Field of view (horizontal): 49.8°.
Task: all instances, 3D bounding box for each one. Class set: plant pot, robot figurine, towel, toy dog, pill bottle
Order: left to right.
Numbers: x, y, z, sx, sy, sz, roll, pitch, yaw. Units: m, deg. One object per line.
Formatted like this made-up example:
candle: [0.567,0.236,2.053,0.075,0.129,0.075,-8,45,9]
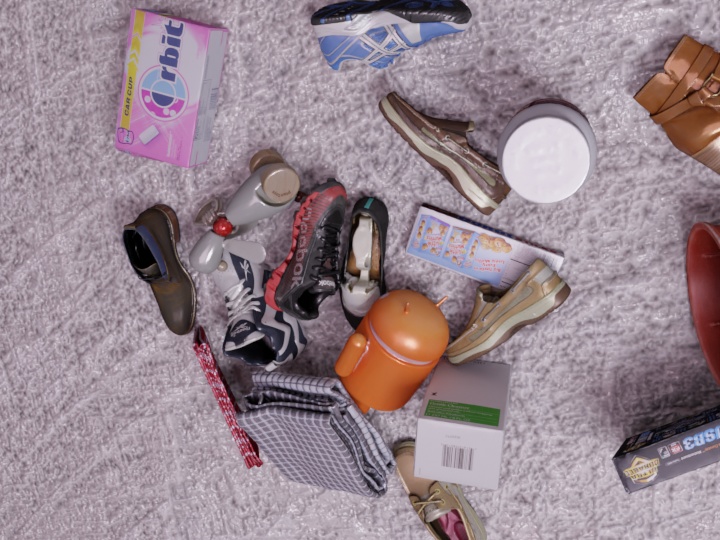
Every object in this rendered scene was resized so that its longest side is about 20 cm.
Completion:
towel: [-0.194,0.181,1.128,0.022,0.145,0.200,-24,99,-8]
toy dog: [-0.140,-0.072,1.064,0.096,0.132,0.200,35,123,-30]
towel: [-0.061,0.231,1.072,0.165,0.086,0.200,1,136,36]
robot figurine: [0.045,0.107,1.042,0.144,0.117,0.200,25,124,-9]
pill bottle: [0.214,-0.139,0.893,0.109,0.200,0.110,4,105,14]
plant pot: [0.497,0.028,0.870,0.195,0.201,0.201,-9,102,9]

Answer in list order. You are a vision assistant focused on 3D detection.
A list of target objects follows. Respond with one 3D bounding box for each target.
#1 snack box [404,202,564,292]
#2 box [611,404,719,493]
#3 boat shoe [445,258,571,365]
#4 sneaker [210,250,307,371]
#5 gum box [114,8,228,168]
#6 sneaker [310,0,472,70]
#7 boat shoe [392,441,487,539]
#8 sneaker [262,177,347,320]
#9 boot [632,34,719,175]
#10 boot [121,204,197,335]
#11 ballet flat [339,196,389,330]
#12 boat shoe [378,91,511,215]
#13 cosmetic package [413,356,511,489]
snack box: [0.163,-0.022,1.032,0.200,0.024,0.072,21,111,8]
box: [0.413,0.199,0.935,0.198,0.200,0.050,-28,74,18]
boat shoe: [0.176,0.051,1.016,0.200,0.072,0.076,-40,92,31]
sneaker: [-0.162,0.058,1.084,0.079,0.130,0.199,-28,96,18]
gum box: [-0.259,-0.243,1.061,0.113,0.066,0.200,17,109,9]
sneaker: [0.041,-0.300,0.973,0.200,0.076,0.077,-1,127,15]
boat shoe: [0.113,0.337,1.121,0.074,0.066,0.200,-38,93,21]
sneaker: [-0.056,-0.020,1.032,0.098,0.071,0.201,37,109,39]
boot: [0.429,-0.221,0.884,0.155,0.074,0.200,42,108,5]
boot: [-0.297,0.011,1.124,0.075,0.097,0.200,-7,103,17]
ballet flat: [0.000,0.000,1.058,0.068,0.068,0.200,4,106,12]
boat shoe: [0.115,-0.164,0.986,0.202,0.075,0.075,42,104,-10]
cosmetic package: [0.136,0.190,1.004,0.107,0.200,0.085,6,108,11]
